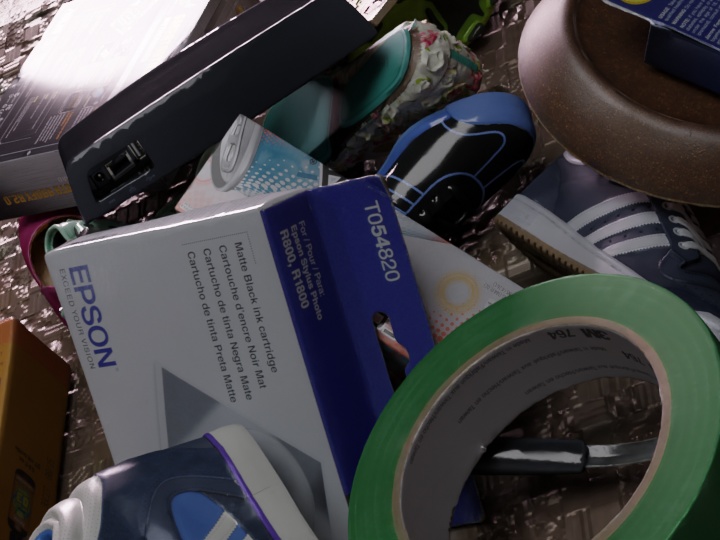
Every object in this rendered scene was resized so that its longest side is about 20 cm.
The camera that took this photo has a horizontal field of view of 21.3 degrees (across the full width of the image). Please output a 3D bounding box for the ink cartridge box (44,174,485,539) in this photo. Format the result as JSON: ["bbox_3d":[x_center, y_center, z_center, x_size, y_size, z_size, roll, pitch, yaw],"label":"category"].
[{"bbox_3d":[-0.053,0.062,1.013,0.199,0.201,0.041,-11,13,29],"label":"ink cartridge box"}]

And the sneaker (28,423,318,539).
[{"bbox_3d":[-0.083,0.176,0.927,0.146,0.081,0.200,-24,54,-14],"label":"sneaker"}]

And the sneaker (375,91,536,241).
[{"bbox_3d":[0.025,-0.021,1.109,0.199,0.070,0.078,-36,44,16],"label":"sneaker"}]

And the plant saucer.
[{"bbox_3d":[0.185,-0.116,1.022,0.199,0.035,0.201,2,49,-2],"label":"plant saucer"}]

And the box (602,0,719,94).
[{"bbox_3d":[0.233,-0.126,0.989,0.199,0.033,0.121,27,53,19],"label":"box"}]

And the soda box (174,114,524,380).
[{"bbox_3d":[0.000,0.000,1.039,0.199,0.064,0.069,32,78,12],"label":"soda box"}]

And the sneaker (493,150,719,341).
[{"bbox_3d":[0.163,-0.022,1.006,0.109,0.070,0.200,-48,40,-4],"label":"sneaker"}]

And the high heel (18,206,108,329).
[{"bbox_3d":[-0.194,-0.011,1.232,0.067,0.096,0.200,-42,43,3],"label":"high heel"}]

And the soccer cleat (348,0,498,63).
[{"bbox_3d":[0.060,-0.197,1.238,0.200,0.065,0.084,-51,24,-8],"label":"soccer cleat"}]

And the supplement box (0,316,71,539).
[{"bbox_3d":[-0.226,0.131,1.163,0.068,0.067,0.201,-21,46,21],"label":"supplement box"}]

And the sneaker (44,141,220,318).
[{"bbox_3d":[-0.124,-0.030,1.150,0.201,0.117,0.074,-86,19,-53],"label":"sneaker"}]

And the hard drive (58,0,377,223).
[{"bbox_3d":[-0.092,-0.106,1.136,0.199,0.042,0.135,-33,16,-3],"label":"hard drive"}]

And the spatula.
[{"bbox_3d":[0.126,0.090,0.951,0.199,0.021,0.057,-5,60,21],"label":"spatula"}]

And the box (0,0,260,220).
[{"bbox_3d":[-0.171,-0.125,1.315,0.157,0.048,0.201,-9,39,29],"label":"box"}]

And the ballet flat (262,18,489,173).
[{"bbox_3d":[0.008,-0.095,1.171,0.200,0.064,0.076,-19,62,59],"label":"ballet flat"}]

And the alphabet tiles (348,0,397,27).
[{"bbox_3d":[-0.001,-0.194,1.253,0.167,0.008,0.200,-51,21,-12],"label":"alphabet tiles"}]

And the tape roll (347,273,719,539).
[{"bbox_3d":[0.088,0.095,0.887,0.199,0.048,0.201,-25,41,23],"label":"tape roll"}]
